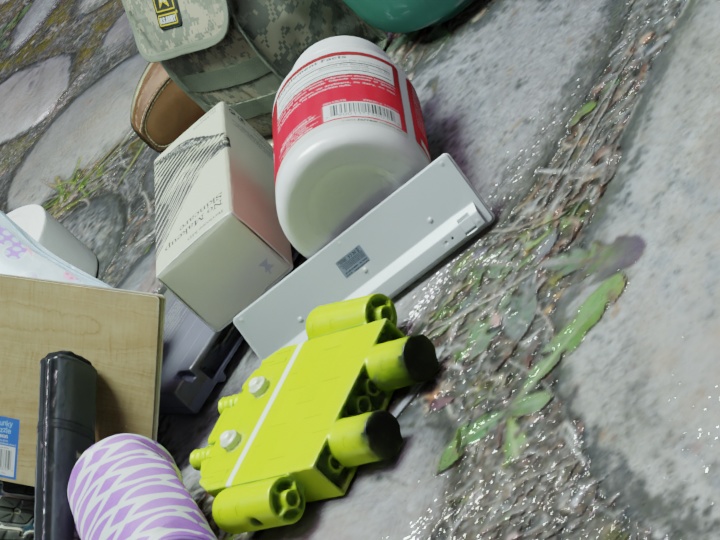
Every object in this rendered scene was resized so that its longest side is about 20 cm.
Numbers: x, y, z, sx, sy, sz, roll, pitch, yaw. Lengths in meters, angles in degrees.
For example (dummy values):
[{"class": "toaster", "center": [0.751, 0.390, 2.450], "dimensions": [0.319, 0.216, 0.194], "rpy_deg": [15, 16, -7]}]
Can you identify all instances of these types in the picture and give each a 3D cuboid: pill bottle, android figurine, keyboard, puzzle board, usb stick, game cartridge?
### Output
[{"class": "pill bottle", "center": [-0.008, -0.092, 1.547], "dimensions": [0.112, 0.112, 0.200], "rpy_deg": [-39, 24, 17]}, {"class": "android figurine", "center": [-0.038, 0.095, 1.397], "dimensions": [0.200, 0.041, 0.182], "rpy_deg": [-14, 40, 49]}, {"class": "keyboard", "center": [0.000, 0.000, 1.465], "dimensions": [0.200, 0.056, 0.011], "rpy_deg": [-38, -8, 20]}, {"class": "puzzle board", "center": [-0.229, 0.082, 1.558], "dimensions": [0.199, 0.017, 0.151], "rpy_deg": [7, 96, 28]}, {"class": "usb stick", "center": [-0.203, 0.153, 1.474], "dimensions": [0.032, 0.055, 0.201], "rpy_deg": [-8, 68, 18]}, {"class": "game cartridge", "center": [-0.112, 0.025, 1.640], "dimensions": [0.129, 0.038, 0.200], "rpy_deg": [-12, 41, 59]}]

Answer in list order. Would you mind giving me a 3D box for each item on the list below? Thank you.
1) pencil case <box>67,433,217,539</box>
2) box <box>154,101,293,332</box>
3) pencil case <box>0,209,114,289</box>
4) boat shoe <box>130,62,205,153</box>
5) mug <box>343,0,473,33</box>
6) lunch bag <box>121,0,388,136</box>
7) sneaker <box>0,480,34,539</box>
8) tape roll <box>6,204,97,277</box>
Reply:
[{"class": "pencil case", "center": [-0.133, 0.172, 1.377], "dimensions": [0.084, 0.085, 0.200], "rpy_deg": [-52, 24, 5]}, {"class": "box", "center": [-0.106, -0.044, 1.613], "dimensions": [0.082, 0.068, 0.200], "rpy_deg": [-41, 24, 14]}, {"class": "pencil case", "center": [-0.253, 0.017, 1.625], "dimensions": [0.200, 0.083, 0.091], "rpy_deg": [35, 85, 23]}, {"class": "boat shoe", "center": [-0.132, -0.195, 1.970], "dimensions": [0.200, 0.076, 0.074], "rpy_deg": [-53, 27, -11]}, {"class": "mug", "center": [0.055, -0.278, 1.732], "dimensions": [0.185, 0.114, 0.152], "rpy_deg": [-49, 23, -10]}, {"class": "lunch bag", "center": [-0.106, -0.212, 1.792], "dimensions": [0.164, 0.200, 0.118], "rpy_deg": [-5, 46, 56]}, {"class": "sneaker", "center": [-0.246, 0.141, 1.657], "dimensions": [0.090, 0.078, 0.201], "rpy_deg": [112, 177, -60]}, {"class": "tape roll", "center": [-0.332, 0.037, 1.946], "dimensions": [0.202, 0.071, 0.203], "rpy_deg": [-38, 25, 22]}]
